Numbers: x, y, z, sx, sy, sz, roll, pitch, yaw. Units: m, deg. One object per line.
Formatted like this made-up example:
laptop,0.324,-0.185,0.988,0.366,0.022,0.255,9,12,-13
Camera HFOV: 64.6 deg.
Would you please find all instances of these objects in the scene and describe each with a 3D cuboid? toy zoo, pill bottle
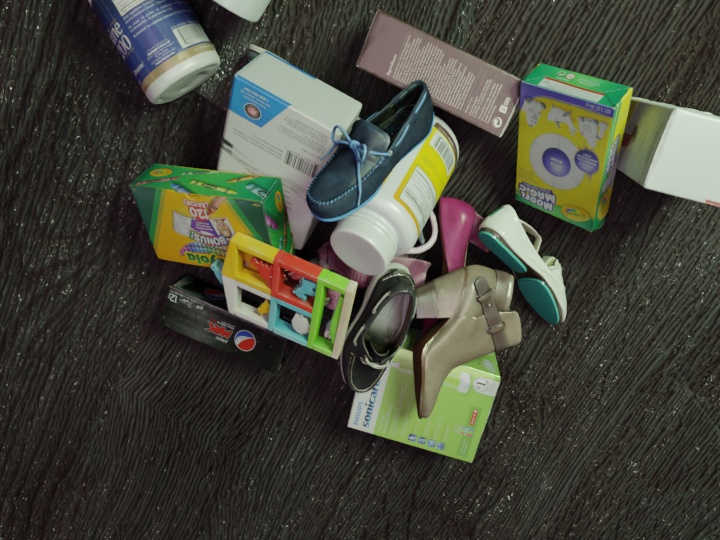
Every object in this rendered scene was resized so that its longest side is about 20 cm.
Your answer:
toy zoo,-0.106,0.030,0.735,0.196,0.021,0.133,23,133,8
pill bottle,0.041,-0.097,0.709,0.107,0.202,0.110,23,152,14
pill bottle,-0.276,-0.331,0.729,0.109,0.111,0.203,-27,102,15

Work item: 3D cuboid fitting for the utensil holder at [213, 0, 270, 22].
utensil holder,-0.136,-0.425,0.652,0.169,0.170,0.201,37,111,-5

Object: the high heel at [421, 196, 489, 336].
high heel,0.110,0.001,0.806,0.094,0.067,0.204,24,95,-11

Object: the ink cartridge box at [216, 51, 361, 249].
ink cartridge box,-0.101,-0.148,0.741,0.143,0.085,0.202,28,135,0

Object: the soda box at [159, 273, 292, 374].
soda box,-0.200,0.080,0.876,0.196,0.063,0.072,23,110,1

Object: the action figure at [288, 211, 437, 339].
action figure,0.000,0.000,0.768,0.195,0.137,0.150,0,147,-19

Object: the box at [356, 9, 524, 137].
box,0.099,-0.244,0.713,0.196,0.100,0.076,24,108,-1

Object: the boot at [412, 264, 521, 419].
boot,0.142,0.095,0.761,0.142,0.070,0.206,-3,104,-7

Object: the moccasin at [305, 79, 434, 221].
moccasin,0.007,-0.142,0.635,0.079,0.201,0.069,29,155,24

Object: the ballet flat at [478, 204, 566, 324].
ballet flat,0.238,-0.010,0.784,0.069,0.070,0.200,-36,114,16

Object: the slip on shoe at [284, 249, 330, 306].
slip on shoe,-0.113,-0.014,0.832,0.198,0.074,0.062,35,107,1

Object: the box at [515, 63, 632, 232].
box,0.247,-0.134,0.689,0.116,0.048,0.202,31,152,34

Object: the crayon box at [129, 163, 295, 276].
crayon box,-0.191,-0.066,0.752,0.195,0.059,0.121,9,132,18

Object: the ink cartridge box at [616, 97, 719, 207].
ink cartridge box,0.376,-0.139,0.657,0.141,0.201,0.085,14,113,3

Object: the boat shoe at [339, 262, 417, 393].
boat shoe,0.024,0.090,0.749,0.072,0.061,0.203,13,118,-19

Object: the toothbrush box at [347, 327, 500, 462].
toothbrush box,0.092,0.177,0.855,0.195,0.086,0.149,14,108,2

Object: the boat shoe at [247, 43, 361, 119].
boat shoe,-0.074,-0.221,0.759,0.198,0.073,0.062,35,105,-10
